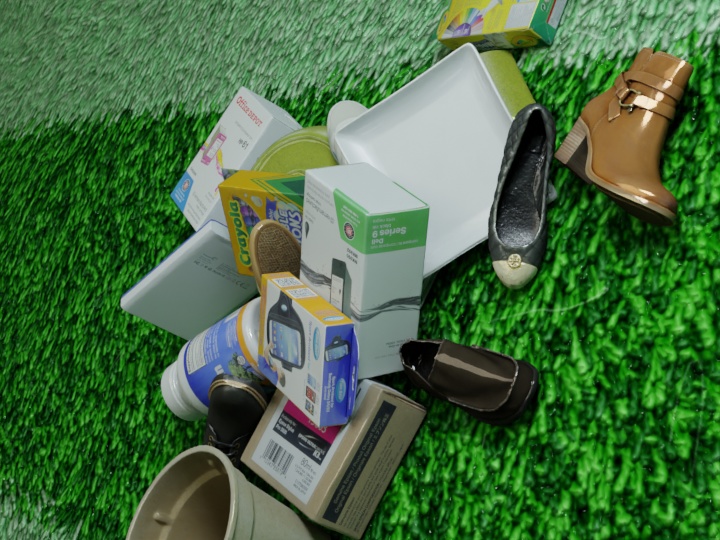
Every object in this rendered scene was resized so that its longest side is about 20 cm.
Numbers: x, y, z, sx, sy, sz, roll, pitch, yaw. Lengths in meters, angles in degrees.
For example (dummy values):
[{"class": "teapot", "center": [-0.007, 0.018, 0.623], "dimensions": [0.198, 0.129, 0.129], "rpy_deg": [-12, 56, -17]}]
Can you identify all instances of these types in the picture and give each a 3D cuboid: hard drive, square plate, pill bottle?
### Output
[{"class": "hard drive", "center": [-0.214, 0.017, 1.942], "dimensions": [0.200, 0.132, 0.025], "rpy_deg": [-37, 40, 31]}, {"class": "square plate", "center": [0.095, -0.120, 1.609], "dimensions": [0.198, 0.028, 0.201], "rpy_deg": [-32, 82, 22]}, {"class": "pill bottle", "center": [-0.163, 0.120, 1.815], "dimensions": [0.200, 0.112, 0.113], "rpy_deg": [-32, 43, 37]}]

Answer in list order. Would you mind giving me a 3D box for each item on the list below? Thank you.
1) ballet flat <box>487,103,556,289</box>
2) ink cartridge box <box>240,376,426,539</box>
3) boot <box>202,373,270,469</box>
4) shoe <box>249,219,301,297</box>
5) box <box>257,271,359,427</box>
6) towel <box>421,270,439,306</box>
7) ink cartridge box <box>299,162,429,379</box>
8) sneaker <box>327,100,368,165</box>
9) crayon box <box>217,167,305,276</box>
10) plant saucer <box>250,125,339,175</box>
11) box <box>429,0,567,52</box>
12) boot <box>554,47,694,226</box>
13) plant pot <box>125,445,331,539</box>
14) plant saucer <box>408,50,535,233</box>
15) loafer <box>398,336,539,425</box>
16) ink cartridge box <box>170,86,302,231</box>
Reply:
[{"class": "ballet flat", "center": [0.171, -0.081, 1.526], "dimensions": [0.066, 0.057, 0.201], "rpy_deg": [6, 87, 11]}, {"class": "ink cartridge box", "center": [-0.035, 0.189, 1.626], "dimensions": [0.200, 0.075, 0.165], "rpy_deg": [24, 87, 58]}, {"class": "boot", "center": [-0.164, 0.223, 1.703], "dimensions": [0.200, 0.077, 0.139], "rpy_deg": [96, -170, -56]}, {"class": "shoe", "center": [-0.090, 0.027, 1.700], "dimensions": [0.070, 0.201, 0.053], "rpy_deg": [-35, 29, -24]}, {"class": "box", "center": [-0.059, 0.089, 1.583], "dimensions": [0.200, 0.041, 0.120], "rpy_deg": [-144, 54, -59]}, {"class": "towel", "center": [0.016, 0.013, 1.729], "dimensions": [0.200, 0.031, 0.150], "rpy_deg": [16, 78, 57]}, {"class": "ink cartridge box", "center": [0.000, 0.000, 1.586], "dimensions": [0.146, 0.084, 0.201], "rpy_deg": [38, 130, 52]}, {"class": "sneaker", "center": [0.006, -0.143, 1.749], "dimensions": [0.076, 0.081, 0.201], "rpy_deg": [-18, 54, -4]}, {"class": "crayon box", "center": [-0.097, -0.052, 1.744], "dimensions": [0.199, 0.126, 0.052], "rpy_deg": [8, 32, 35]}, {"class": "plant saucer", "center": [-0.078, -0.100, 1.832], "dimensions": [0.199, 0.031, 0.201], "rpy_deg": [-12, 64, 26]}, {"class": "box", "center": [0.172, -0.330, 1.760], "dimensions": [0.200, 0.048, 0.118], "rpy_deg": [8, 72, 53]}, {"class": "boot", "center": [0.294, -0.139, 1.442], "dimensions": [0.156, 0.077, 0.200], "rpy_deg": [-52, 27, 7]}, {"class": "plant pot", "center": [-0.131, 0.317, 1.558], "dimensions": [0.200, 0.183, 0.201], "rpy_deg": [-32, 43, 36]}, {"class": "plant saucer", "center": [0.112, -0.162, 1.686], "dimensions": [0.200, 0.048, 0.200], "rpy_deg": [-43, 32, 20]}, {"class": "loafer", "center": [0.105, 0.112, 1.495], "dimensions": [0.200, 0.071, 0.073], "rpy_deg": [5, 70, 55]}, {"class": "ink cartridge box", "center": [-0.172, -0.147, 2.053], "dimensions": [0.200, 0.084, 0.145], "rpy_deg": [-55, 33, 7]}]
